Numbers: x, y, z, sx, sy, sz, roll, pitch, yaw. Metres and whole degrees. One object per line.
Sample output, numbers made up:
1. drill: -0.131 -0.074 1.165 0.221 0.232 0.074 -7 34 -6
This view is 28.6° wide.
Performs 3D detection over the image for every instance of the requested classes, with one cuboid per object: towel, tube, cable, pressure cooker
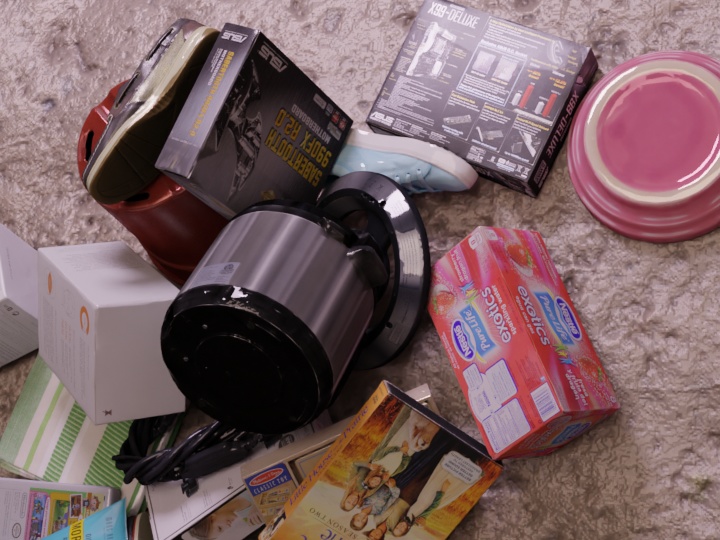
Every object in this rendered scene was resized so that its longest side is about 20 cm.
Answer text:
1. towel: -0.294 0.174 1.540 0.199 0.023 0.153 18 80 25
2. tube: -0.320 0.303 1.455 0.199 0.050 0.078 -25 52 15
3. cable: -0.172 0.144 1.435 0.199 0.051 0.164 -26 37 21
4. pressure cooker: -0.075 0.031 1.336 0.175 0.179 0.200 23 44 4

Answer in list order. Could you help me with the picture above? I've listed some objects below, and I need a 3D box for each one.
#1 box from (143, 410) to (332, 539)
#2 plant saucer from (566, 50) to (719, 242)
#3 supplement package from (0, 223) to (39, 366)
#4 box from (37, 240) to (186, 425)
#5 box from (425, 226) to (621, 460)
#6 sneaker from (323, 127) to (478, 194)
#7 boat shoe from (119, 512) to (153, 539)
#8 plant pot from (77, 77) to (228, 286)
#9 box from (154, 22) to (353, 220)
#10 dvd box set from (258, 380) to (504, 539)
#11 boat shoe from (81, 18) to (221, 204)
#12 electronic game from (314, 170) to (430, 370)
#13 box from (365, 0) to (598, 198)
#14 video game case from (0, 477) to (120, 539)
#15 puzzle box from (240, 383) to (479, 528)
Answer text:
1. box: -0.119 0.202 1.421 0.199 0.060 0.117 -36 36 6
2. plant saucer: 0.300 -0.129 1.398 0.199 0.051 0.202 -6 73 19
3. supplement package: -0.454 0.050 1.580 0.199 0.110 0.114 -25 57 12
4. box: -0.257 0.058 1.447 0.200 0.097 0.125 33 124 57
5. box: 0.148 0.069 1.351 0.103 0.094 0.201 -41 61 36
6. sneaker: 0.029 -0.094 1.479 0.199 0.074 0.082 14 80 35
7. boat shoe: -0.236 0.349 1.441 0.062 0.071 0.202 -9 75 20
8. plant pot: -0.188 -0.102 1.489 0.199 0.195 0.202 -6 71 18
9. box: -0.100 -0.127 1.399 0.048 0.200 0.159 18 79 33
10. dvd box set: 0.019 0.219 1.335 0.200 0.146 0.029 -51 19 12
11. boat shoe: -0.206 -0.156 1.370 0.066 0.072 0.201 33 86 35
12. electronic game: 0.000 0.000 1.431 0.199 0.041 0.202 -3 87 50
13. box: 0.125 -0.185 1.479 0.199 0.050 0.159 23 82 24
14. video game case: -0.345 0.325 1.499 0.181 0.022 0.202 1 79 24
15. puzzle box: 0.001 0.205 1.357 0.199 0.134 0.025 -25 22 3
